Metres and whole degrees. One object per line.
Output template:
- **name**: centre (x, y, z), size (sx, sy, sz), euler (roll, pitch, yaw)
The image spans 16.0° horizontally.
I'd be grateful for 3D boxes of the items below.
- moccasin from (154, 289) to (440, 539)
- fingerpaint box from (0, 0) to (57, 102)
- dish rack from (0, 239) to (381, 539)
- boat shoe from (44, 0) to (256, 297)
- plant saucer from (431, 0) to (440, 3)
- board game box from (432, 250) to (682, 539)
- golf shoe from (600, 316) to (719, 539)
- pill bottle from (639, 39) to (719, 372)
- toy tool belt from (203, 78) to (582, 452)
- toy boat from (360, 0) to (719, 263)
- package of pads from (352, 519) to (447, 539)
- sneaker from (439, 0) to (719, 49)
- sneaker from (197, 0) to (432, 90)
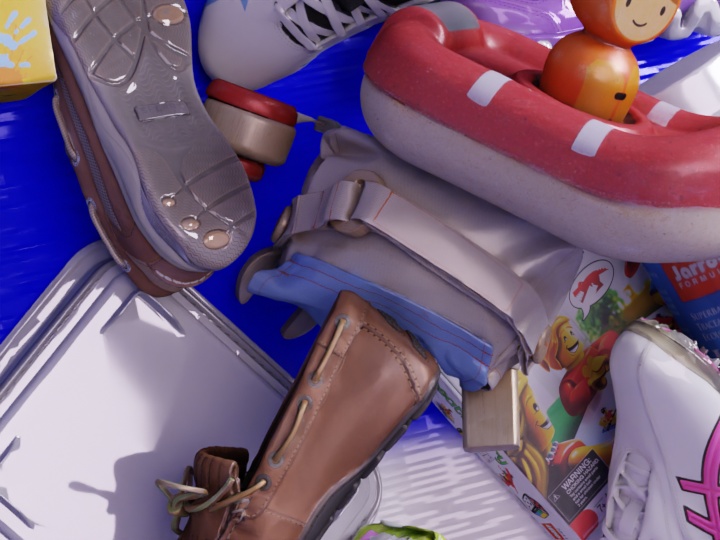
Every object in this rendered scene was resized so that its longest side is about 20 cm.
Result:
- **moccasin**: centre (-0.050, 0.099, 1.148), size (0.078, 0.074, 0.202), euler (37, 98, -6)
- **fingerpaint box**: centre (-0.236, -0.171, 1.159), size (0.166, 0.073, 0.202), euler (-8, 88, -21)
- **dish rack**: centre (-0.092, 0.101, 1.208), size (0.200, 0.043, 0.172), euler (43, 71, -14)
- **boat shoe**: centre (-0.116, -0.079, 1.196), size (0.075, 0.072, 0.201), euler (-4, 64, -36)
- **plant saucer**: centre (0.013, -0.226, 1.266), size (0.199, 0.027, 0.202), euler (1, 88, -23)
- **board game box**: centre (0.130, 0.024, 1.306), size (0.126, 0.035, 0.200), euler (48, 71, -11)
- **golf shoe**: centre (0.155, 0.115, 1.252), size (0.092, 0.072, 0.201), euler (-37, 126, -23)
- **pill bottle**: centre (0.199, -0.008, 1.258), size (0.112, 0.112, 0.201), euler (-34, 96, -21)
- **toy tool belt**: centre (0.000, 0.000, 1.208), size (0.199, 0.125, 0.124), euler (21, 93, 7)
- **toy boat**: centre (0.107, -0.089, 1.148), size (0.199, 0.130, 0.132), euler (27, 108, 18)
- **package of pads**: centre (0.014, 0.236, 1.208), size (0.154, 0.068, 0.201), euler (42, 70, -27)
- **sneaker**: centre (0.124, -0.157, 1.288), size (0.199, 0.080, 0.089), euler (-14, 111, -27)
- **sneaker**: centre (0.000, -0.143, 1.201), size (0.072, 0.199, 0.073), euler (44, 27, -27)
